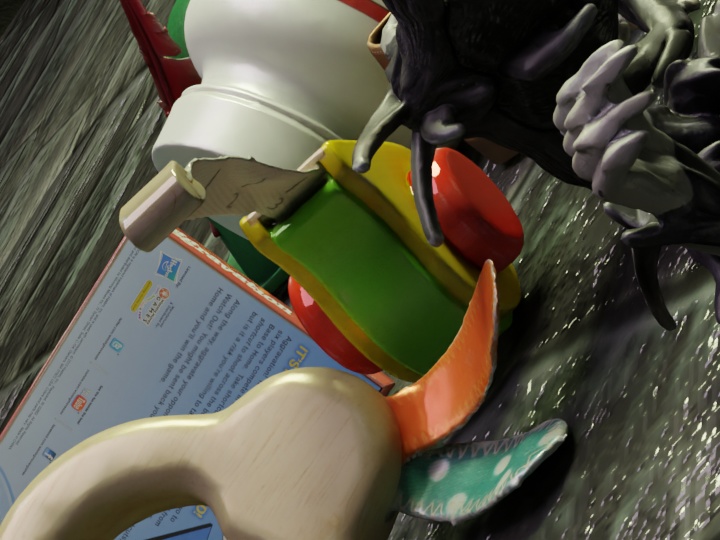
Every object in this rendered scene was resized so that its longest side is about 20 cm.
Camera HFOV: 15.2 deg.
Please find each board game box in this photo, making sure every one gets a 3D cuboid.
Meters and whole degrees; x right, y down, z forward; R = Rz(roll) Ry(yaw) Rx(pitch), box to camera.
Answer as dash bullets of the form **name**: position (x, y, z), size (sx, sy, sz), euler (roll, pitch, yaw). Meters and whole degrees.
- **board game box**: position (-0.084, 0.092, 0.909), size (0.200, 0.103, 0.019), euler (-57, -11, 10)

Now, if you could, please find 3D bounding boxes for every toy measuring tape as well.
- **toy measuring tape**: position (0.000, 0.000, 0.774), size (0.074, 0.074, 0.200), euler (-56, -17, 15)

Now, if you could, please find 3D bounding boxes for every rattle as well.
- **rattle**: position (-0.009, 0.093, 0.788), size (0.200, 0.143, 0.130), euler (-44, 47, 1)

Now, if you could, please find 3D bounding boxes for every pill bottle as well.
- **pill bottle**: position (0.005, -0.108, 0.983), size (0.200, 0.112, 0.112), euler (-63, 14, -16)

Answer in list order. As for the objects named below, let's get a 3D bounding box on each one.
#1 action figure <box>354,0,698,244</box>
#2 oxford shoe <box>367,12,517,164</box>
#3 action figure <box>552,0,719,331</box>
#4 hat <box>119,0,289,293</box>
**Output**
- **action figure**: position (0.057, -0.103, 0.765), size (0.200, 0.119, 0.102), euler (-51, 28, -6)
- **oxford shoe**: position (0.073, -0.127, 0.869), size (0.200, 0.071, 0.071), euler (-52, 14, 23)
- **action figure**: position (0.094, -0.055, 0.575), size (0.200, 0.102, 0.119), euler (-42, 34, 49)
- **hat**: position (-0.077, -0.100, 1.123), size (0.200, 0.176, 0.166), euler (-44, 20, 48)
